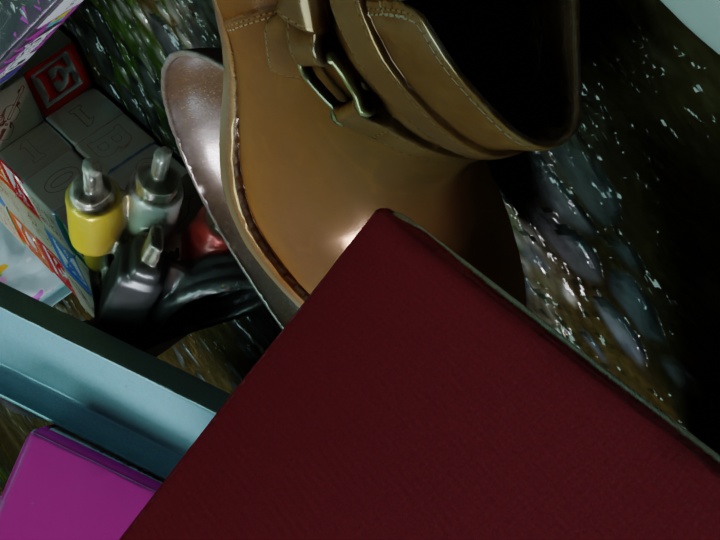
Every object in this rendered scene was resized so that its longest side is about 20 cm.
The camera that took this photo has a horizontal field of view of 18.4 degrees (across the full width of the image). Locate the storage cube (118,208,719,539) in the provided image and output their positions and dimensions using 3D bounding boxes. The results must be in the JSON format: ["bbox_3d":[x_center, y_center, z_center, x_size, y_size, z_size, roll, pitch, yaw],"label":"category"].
[{"bbox_3d":[0.042,0.123,0.545,0.171,0.180,0.200,36,-177,-45],"label":"storage cube"}]

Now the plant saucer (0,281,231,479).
[{"bbox_3d":[-0.102,0.054,0.947,0.199,0.019,0.070,25,143,10],"label":"plant saucer"}]

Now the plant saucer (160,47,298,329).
[{"bbox_3d":[0.000,0.000,0.784,0.200,0.032,0.200,49,163,20],"label":"plant saucer"}]

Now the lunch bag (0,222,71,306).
[{"bbox_3d":[-0.277,-0.023,1.253,0.170,0.200,0.122,47,164,28],"label":"lunch bag"}]

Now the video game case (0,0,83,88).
[{"bbox_3d":[-0.197,-0.167,0.911,0.200,0.036,0.181,55,146,-2],"label":"video game case"}]

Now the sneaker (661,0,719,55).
[{"bbox_3d":[0.021,-0.101,0.423,0.200,0.071,0.073,51,165,15],"label":"sneaker"}]

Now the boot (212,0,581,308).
[{"bbox_3d":[0.020,-0.044,0.577,0.155,0.077,0.201,15,132,61],"label":"boot"}]

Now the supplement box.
[{"bbox_3d":[-0.106,0.131,1.052,0.103,0.102,0.200,24,-175,8],"label":"supplement box"}]

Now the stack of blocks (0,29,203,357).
[{"bbox_3d":[-0.148,-0.058,1.052,0.200,0.059,0.115,41,160,40],"label":"stack of blocks"}]

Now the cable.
[{"bbox_3d":[-0.098,0.011,0.966,0.200,0.097,0.051,131,146,-58],"label":"cable"}]
